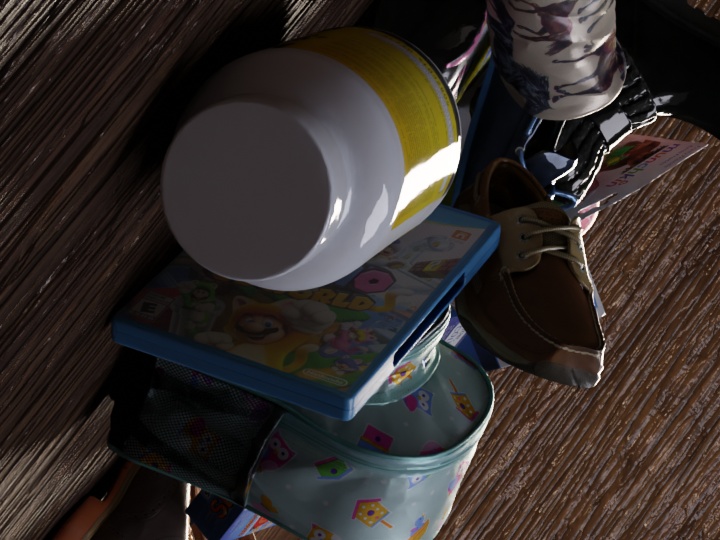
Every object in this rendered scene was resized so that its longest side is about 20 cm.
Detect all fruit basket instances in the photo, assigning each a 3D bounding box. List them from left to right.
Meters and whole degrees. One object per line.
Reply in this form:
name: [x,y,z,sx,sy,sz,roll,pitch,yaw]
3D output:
fruit basket: [0.128,-0.065,1.794,0.185,0.094,0.200,-30,-165,-21]

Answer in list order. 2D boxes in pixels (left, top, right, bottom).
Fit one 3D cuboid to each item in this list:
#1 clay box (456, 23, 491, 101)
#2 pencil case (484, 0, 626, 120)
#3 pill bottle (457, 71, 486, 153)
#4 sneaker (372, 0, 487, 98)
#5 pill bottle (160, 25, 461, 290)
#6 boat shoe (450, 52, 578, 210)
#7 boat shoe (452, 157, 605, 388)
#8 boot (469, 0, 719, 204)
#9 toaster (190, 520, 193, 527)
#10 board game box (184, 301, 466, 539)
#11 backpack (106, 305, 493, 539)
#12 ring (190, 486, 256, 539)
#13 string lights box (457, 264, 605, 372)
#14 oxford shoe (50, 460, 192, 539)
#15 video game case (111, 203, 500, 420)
clay box: [0.079,-0.174,1.591,0.200,0.047,0.115,-51,172,-42]
pencil case: [0.113,-0.175,1.412,0.089,0.078,0.201,-39,147,-19]
pill bottle: [0.138,-0.157,1.746,0.201,0.113,0.113,-57,176,-31]
sneaker: [0.011,-0.077,1.393,0.200,0.080,0.087,-50,163,-29]
pill bottle: [-0.025,-0.053,1.157,0.112,0.112,0.200,-56,174,17]
boat shoe: [0.104,-0.076,1.537,0.084,0.068,0.201,-37,142,-63]
boat shoe: [0.094,-0.005,1.420,0.200,0.075,0.074,-119,-134,-58]
boot: [0.186,-0.102,1.646,0.158,0.210,0.079,-59,-172,-22]
toaster: [-0.172,0.261,1.724,0.200,0.113,0.129,-55,172,14]
board game box: [-0.016,0.092,1.609,0.200,0.034,0.135,-52,159,25]
backpack: [-0.021,0.070,1.427,0.154,0.199,0.176,-61,170,27]
ring: [-0.089,0.207,1.767,0.019,0.201,0.201,-18,162,-16]
string lights box: [0.064,0.044,1.758,0.199,0.059,0.103,-18,-175,38]
oxford shoe: [-0.139,0.164,1.627,0.200,0.073,0.071,-49,171,-45]
video game case: [-0.026,0.005,1.340,0.200,0.142,0.018,-47,148,-51]
